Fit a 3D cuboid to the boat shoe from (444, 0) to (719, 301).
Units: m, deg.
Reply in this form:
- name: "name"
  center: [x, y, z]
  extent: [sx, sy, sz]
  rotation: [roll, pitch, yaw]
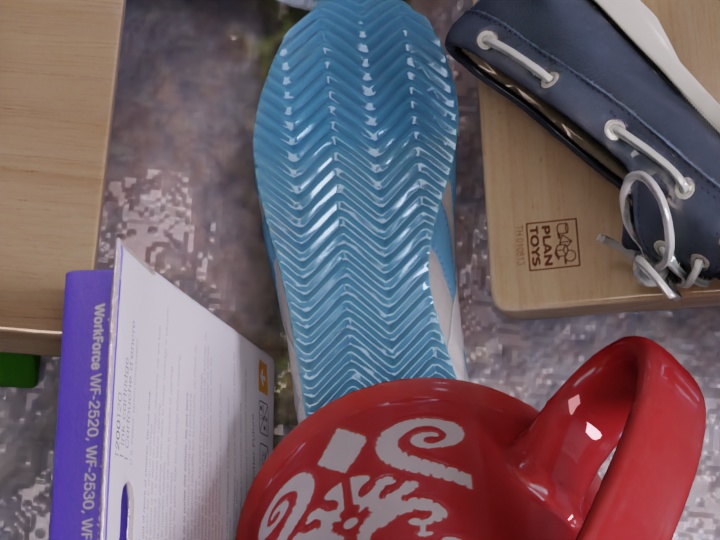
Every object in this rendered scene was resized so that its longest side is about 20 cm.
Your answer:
- name: "boat shoe"
  center: [0.106, -0.028, 0.921]
  extent: [0.062, 0.075, 0.200]
  rotation: [-40, 73, -1]

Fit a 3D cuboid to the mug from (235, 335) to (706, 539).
- name: "mug"
  center: [0.026, 0.110, 0.837]
  extent: [0.132, 0.200, 0.179]
  rotation: [11, 108, -3]

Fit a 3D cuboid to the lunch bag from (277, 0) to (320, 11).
- name: "lunch bag"
  center: [-0.002, -0.209, 0.963]
  extent: [0.127, 0.200, 0.171]
  rotation: [4, 63, -42]

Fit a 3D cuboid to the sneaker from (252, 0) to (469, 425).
- name: "sneaker"
  center: [0.000, 0.000, 0.992]
  extent: [0.076, 0.081, 0.202]
  rotation: [-2, 77, -3]

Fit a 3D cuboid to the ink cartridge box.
- name: "ink cartridge box"
  center: [-0.072, 0.105, 0.904]
  extent: [0.043, 0.200, 0.200]
  rotation: [-1, 77, 11]

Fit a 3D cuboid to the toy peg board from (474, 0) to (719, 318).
- name: "toy peg board"
  center: [0.147, -0.081, 1.021]
  extent: [0.198, 0.098, 0.202]
  rotation: [-5, 77, 10]

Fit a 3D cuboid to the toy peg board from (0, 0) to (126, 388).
- name: "toy peg board"
  center: [-0.188, -0.053, 0.995]
  extent: [0.198, 0.098, 0.200]
  rotation: [5, 62, -3]
